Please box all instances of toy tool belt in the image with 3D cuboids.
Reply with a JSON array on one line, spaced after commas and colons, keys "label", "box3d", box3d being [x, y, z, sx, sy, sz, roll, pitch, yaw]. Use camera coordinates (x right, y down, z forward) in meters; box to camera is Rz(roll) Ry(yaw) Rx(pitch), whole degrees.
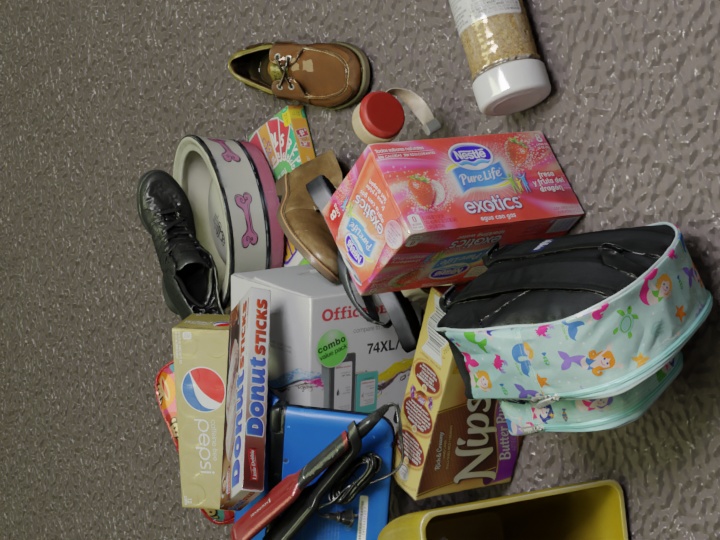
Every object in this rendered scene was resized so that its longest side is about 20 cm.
[{"label": "toy tool belt", "box3d": [0.035, -0.062, 1.642, 0.201, 0.124, 0.123, 59, 148, 2]}]

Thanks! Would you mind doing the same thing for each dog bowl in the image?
[{"label": "dog bowl", "box3d": [-0.147, -0.057, 1.928, 0.200, 0.073, 0.202, 171, 90, -68]}]

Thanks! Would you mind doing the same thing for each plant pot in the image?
[{"label": "plant pot", "box3d": [0.117, 0.296, 1.542, 0.176, 0.199, 0.202, 173, 91, -67]}]

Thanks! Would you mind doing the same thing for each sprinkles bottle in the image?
[{"label": "sprinkles bottle", "box3d": [0.114, -0.243, 1.552, 0.068, 0.068, 0.201, -32, 69, 52]}]

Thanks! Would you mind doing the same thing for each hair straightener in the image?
[{"label": "hair straightener", "box3d": [-0.028, 0.199, 1.582, 0.200, 0.077, 0.041, -46, 27, 10]}]

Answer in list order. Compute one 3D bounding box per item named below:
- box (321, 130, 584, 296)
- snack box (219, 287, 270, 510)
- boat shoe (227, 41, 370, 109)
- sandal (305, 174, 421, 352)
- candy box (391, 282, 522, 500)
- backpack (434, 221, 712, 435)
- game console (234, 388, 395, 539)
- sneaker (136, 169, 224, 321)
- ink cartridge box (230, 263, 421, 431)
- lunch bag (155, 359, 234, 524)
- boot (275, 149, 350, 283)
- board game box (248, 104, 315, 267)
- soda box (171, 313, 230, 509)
[{"label": "box", "box3d": [0.082, -0.052, 1.513, 0.103, 0.199, 0.095, -52, 55, 46]}, {"label": "snack box", "box3d": [-0.109, 0.122, 1.631, 0.072, 0.024, 0.201, 135, 141, -59]}, {"label": "boat shoe", "box3d": [-0.069, -0.207, 1.823, 0.199, 0.068, 0.073, 9, 101, 54]}, {"label": "sandal", "box3d": [0.000, 0.000, 1.658, 0.043, 0.076, 0.201, -35, 69, 7]}, {"label": "candy box", "box3d": [0.102, 0.108, 1.582, 0.056, 0.116, 0.201, 39, 126, 46]}, {"label": "backpack", "box3d": [0.185, 0.043, 1.403, 0.199, 0.177, 0.151, -17, 106, 47]}, {"label": "game console", "box3d": [-0.049, 0.214, 1.661, 0.118, 0.169, 0.202, -53, -33, -74]}, {"label": "sneaker", "box3d": [-0.192, -0.015, 1.884, 0.104, 0.060, 0.201, 179, 77, -69]}, {"label": "ink cartridge box", "box3d": [-0.037, 0.103, 1.755, 0.146, 0.146, 0.202, 15, 108, 52]}, {"label": "lunch bag", "box3d": [-0.122, 0.167, 1.905, 0.175, 0.082, 0.201, -24, 83, 27]}, {"label": "boot", "box3d": [-0.038, -0.062, 1.748, 0.075, 0.074, 0.200, -37, 30, 13]}, {"label": "board game box", "box3d": [-0.071, -0.071, 1.889, 0.095, 0.030, 0.201, -30, 73, 54]}, {"label": "soda box", "box3d": [-0.154, 0.151, 1.823, 0.067, 0.064, 0.202, 2, 103, 15]}]
